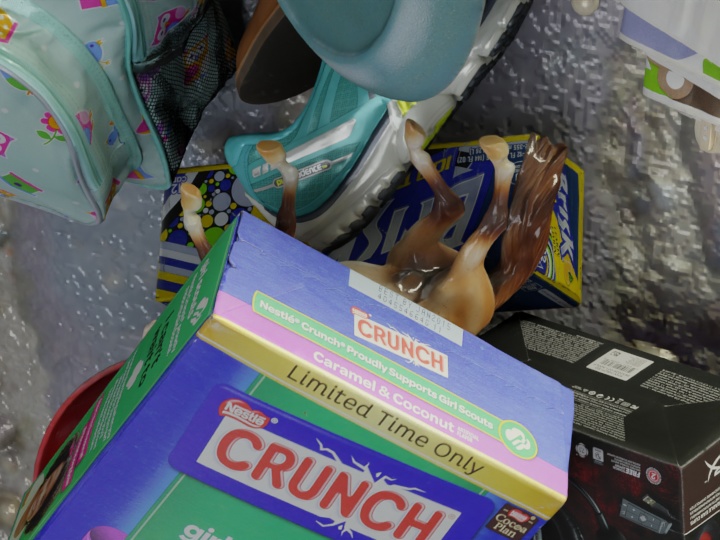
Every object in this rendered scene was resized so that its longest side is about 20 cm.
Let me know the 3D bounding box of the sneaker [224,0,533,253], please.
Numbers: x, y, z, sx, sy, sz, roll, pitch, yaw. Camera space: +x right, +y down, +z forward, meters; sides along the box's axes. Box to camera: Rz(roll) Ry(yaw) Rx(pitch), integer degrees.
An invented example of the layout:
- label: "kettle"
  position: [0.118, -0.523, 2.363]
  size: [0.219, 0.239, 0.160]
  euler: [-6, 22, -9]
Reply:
- label: "sneaker"
  position: [0.018, -0.102, 1.002]
  size: [0.080, 0.078, 0.200]
  euler: [39, 96, 0]

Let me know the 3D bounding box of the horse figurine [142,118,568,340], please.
- label: "horse figurine"
  position: [0.000, 0.000, 0.976]
  size: [0.199, 0.050, 0.133]
  euler: [-11, 128, -10]

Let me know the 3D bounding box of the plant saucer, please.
- label: "plant saucer"
  position: [-0.009, -0.163, 0.907]
  size: [0.200, 0.027, 0.201]
  euler: [45, 143, 50]

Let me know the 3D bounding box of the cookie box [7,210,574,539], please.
- label: "cookie box"
  position: [-0.034, 0.096, 0.962]
  size: [0.171, 0.075, 0.200]
  euler: [28, 125, -16]

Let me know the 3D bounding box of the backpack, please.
- label: "backpack"
  position: [-0.158, -0.128, 1.027]
  size: [0.175, 0.154, 0.200]
  euler: [19, 144, 16]

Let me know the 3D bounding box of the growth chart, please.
- label: "growth chart"
  position: [0.166, -0.109, 0.960]
  size: [0.200, 0.018, 0.145]
  euler: [42, 131, 29]

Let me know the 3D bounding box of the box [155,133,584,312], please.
- label: "box"
  position: [0.004, -0.016, 1.081]
  size: [0.199, 0.064, 0.070]
  euler: [-4, 74, 27]

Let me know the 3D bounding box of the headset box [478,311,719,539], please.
- label: "headset box"
  position: [0.113, 0.137, 1.037]
  size: [0.148, 0.075, 0.201]
  euler: [19, 126, 40]

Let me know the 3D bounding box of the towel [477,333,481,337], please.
- label: "towel"
  position: [0.004, 0.095, 1.168]
  size: [0.200, 0.036, 0.149]
  euler: [-36, 97, 32]

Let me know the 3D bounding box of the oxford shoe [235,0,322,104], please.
- label: "oxford shoe"
  position: [-0.009, -0.158, 1.041]
  size: [0.071, 0.071, 0.200]
  euler: [56, 132, 27]

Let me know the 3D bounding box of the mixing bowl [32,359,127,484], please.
- label: "mixing bowl"
  position: [-0.049, 0.108, 1.110]
  size: [0.199, 0.108, 0.201]
  euler: [8, 117, 17]
